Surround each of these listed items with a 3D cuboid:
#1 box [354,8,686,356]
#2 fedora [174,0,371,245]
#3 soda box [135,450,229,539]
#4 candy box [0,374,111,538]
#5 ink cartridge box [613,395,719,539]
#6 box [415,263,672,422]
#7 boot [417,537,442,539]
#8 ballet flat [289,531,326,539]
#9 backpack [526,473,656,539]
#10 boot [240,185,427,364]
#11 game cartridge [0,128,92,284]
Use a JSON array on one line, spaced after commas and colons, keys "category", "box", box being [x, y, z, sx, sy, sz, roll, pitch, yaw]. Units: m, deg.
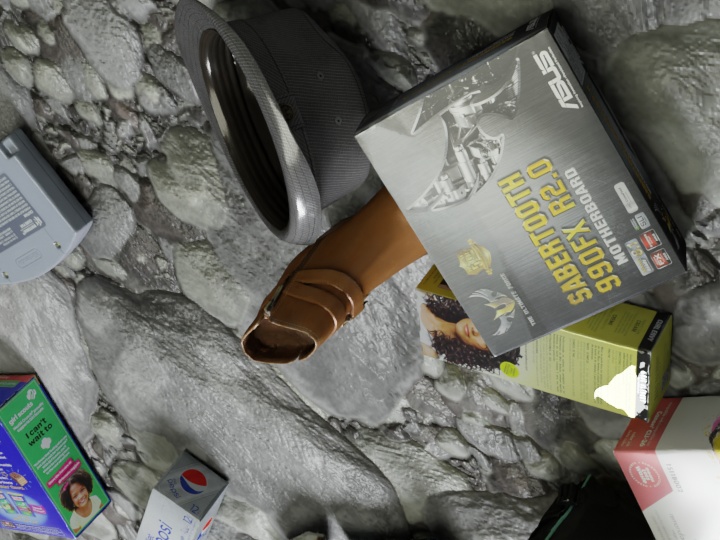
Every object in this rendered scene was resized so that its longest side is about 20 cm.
[{"category": "box", "box": [0.114, -0.056, 0.893, 0.157, 0.048, 0.201, -25, 108, 24]}, {"category": "fedora", "box": [-0.054, -0.123, 0.948, 0.201, 0.090, 0.177, 63, 163, 5]}, {"category": "soda box", "box": [-0.214, 0.296, 1.477, 0.068, 0.064, 0.201, 32, 139, 8]}, {"category": "candy box", "box": [-0.425, 0.227, 1.570, 0.168, 0.077, 0.201, -3, 124, 40]}, {"category": "ink cartridge box", "box": [0.305, 0.157, 0.953, 0.199, 0.068, 0.117, -9, 119, 44]}, {"category": "box", "box": [0.142, 0.052, 1.003, 0.198, 0.050, 0.076, 14, 132, 27]}, {"category": "boot", "box": [0.057, 0.358, 1.314, 0.167, 0.077, 0.201, -11, 119, 42]}, {"category": "ballet flat", "box": [-0.079, 0.344, 1.418, 0.071, 0.072, 0.201, 25, 136, 17]}, {"category": "backpack", "box": [0.185, 0.300, 1.093, 0.153, 0.176, 0.201, 34, 143, 13]}, {"category": "boot", "box": [0.000, 0.000, 0.986, 0.074, 0.155, 0.200, 48, 139, -8]}, {"category": "game cartridge", "box": [-0.358, -0.056, 1.304, 0.199, 0.042, 0.133, -21, 115, 46]}]
